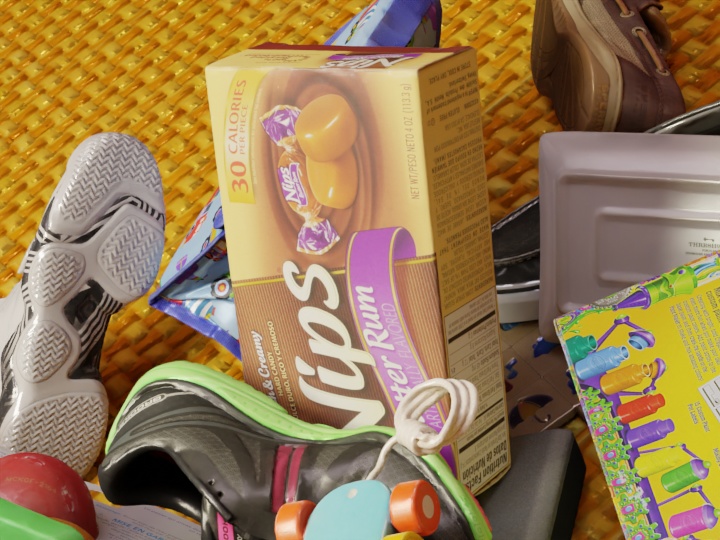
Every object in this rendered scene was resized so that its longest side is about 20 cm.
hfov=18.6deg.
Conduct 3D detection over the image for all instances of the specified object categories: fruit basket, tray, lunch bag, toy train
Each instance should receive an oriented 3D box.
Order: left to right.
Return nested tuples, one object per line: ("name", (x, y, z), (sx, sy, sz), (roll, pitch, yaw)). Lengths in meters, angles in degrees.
("fruit basket", (-0.164, 0.133, 0.997), (0.184, 0.095, 0.200), (19, 12, 20))
("lunch bag", (-0.017, -0.055, 1.148), (0.151, 0.094, 0.200), (-57, 0, -33))
("toy train", (0.043, 0.130, 0.840), (0.150, 0.056, 0.200), (-38, 34, -3))
("tray", (0.168, -0.009, 1.042), (0.198, 0.109, 0.022), (5, 10, 33))

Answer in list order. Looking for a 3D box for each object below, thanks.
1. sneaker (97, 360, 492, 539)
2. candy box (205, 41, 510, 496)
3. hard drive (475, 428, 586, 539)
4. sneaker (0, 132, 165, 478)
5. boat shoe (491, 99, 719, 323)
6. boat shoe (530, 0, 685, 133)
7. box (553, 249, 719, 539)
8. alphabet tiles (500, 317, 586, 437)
("sneaker", (-0.030, 0.106, 0.964), (0.199, 0.077, 0.084), (14, 49, 30))
("candy box", (0.000, 0.000, 1.001), (0.116, 0.202, 0.056), (5, 19, 32))
("hard drive", (0.021, 0.151, 0.983), (0.138, 0.033, 0.200), (-13, 27, 22))
("sneaker", (-0.176, 0.015, 1.219), (0.115, 0.075, 0.202), (21, 98, 55))
("boat shoe", (0.132, -0.041, 1.125), (0.199, 0.071, 0.072), (-24, 36, 6))
("boat shoe", (0.142, -0.128, 1.254), (0.071, 0.073, 0.200), (3, 25, -8))
("box", (0.203, 0.084, 0.894), (0.191, 0.123, 0.201), (-23, 36, 8))
("alphabet tiles", (0.112, 0.030, 1.122), (0.199, 0.008, 0.167), (-35, 36, -8))
